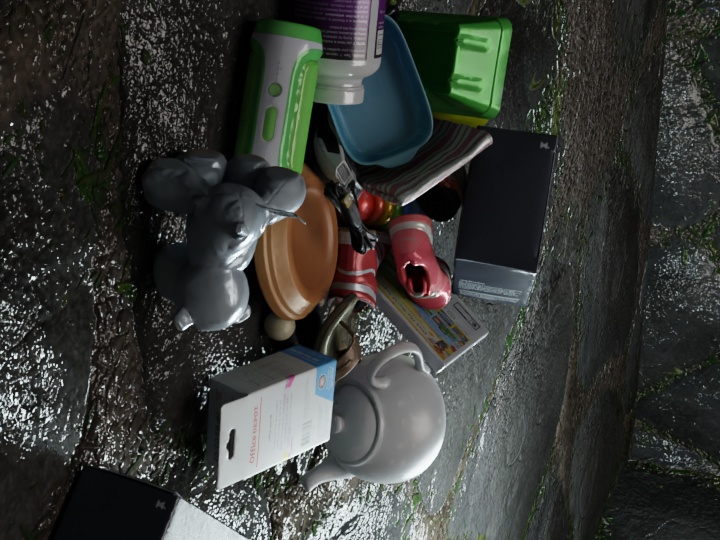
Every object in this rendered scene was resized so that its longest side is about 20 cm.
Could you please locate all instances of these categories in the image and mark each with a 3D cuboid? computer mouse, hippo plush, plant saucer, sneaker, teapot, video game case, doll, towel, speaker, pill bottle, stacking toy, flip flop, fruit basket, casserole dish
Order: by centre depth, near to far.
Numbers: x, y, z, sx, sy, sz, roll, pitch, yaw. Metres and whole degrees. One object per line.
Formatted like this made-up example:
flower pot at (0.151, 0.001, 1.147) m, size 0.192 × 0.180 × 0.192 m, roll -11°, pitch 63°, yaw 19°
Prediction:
hippo plush at (-0.134, -0.022, 1.325) m, size 0.159 × 0.200 × 0.161 m, roll -13°, pitch 123°, yaw -41°
speaker at (-0.096, -0.178, 1.446) m, size 0.088 × 0.088 × 0.201 m, roll -4°, pitch 104°, yaw -66°
pill bottle at (-0.027, -0.302, 1.508) m, size 0.112 × 0.112 × 0.201 m, roll -26°, pitch 125°, yaw -61°
plant saucer at (-0.074, -0.038, 1.578) m, size 0.200 × 0.037 × 0.201 m, roll -1°, pitch 90°, yaw -68°
casserole dish at (0.014, -0.226, 1.601) m, size 0.039 × 0.121 × 0.201 m, roll -142°, pitch -149°, yaw -84°
computer mouse at (-0.028, -0.120, 1.605) m, size 0.110 × 0.044 × 0.200 m, roll 54°, pitch 17°, yaw -44°
towel at (0.065, -0.148, 1.637) m, size 0.146 × 0.200 × 0.030 m, roll -37°, pitch 115°, yaw -11°
flip flop at (-0.029, 0.120, 1.640) m, size 0.081 × 0.057 × 0.201 m, roll -39°, pitch 146°, yaw -67°
sneaker at (0.016, -0.252, 1.645) m, size 0.071 × 0.082 × 0.200 m, roll 6°, pitch 89°, yaw -68°
doll at (-0.074, 0.100, 1.677) m, size 0.200 × 0.048 × 0.137 m, roll 50°, pitch 54°, yaw -62°
sneaker at (0.000, 0.000, 1.736) m, size 0.200 × 0.071 × 0.113 m, roll 0°, pitch 95°, yaw -78°
fruit basket at (0.120, -0.271, 1.744) m, size 0.215 × 0.215 × 0.156 m, roll -7°, pitch 107°, yaw -66°
sneaker at (0.078, 0.010, 1.753) m, size 0.200 × 0.074 × 0.087 m, roll 64°, pitch 22°, yaw -52°
teapot at (0.014, 0.205, 1.785) m, size 0.146 × 0.197 × 0.201 m, roll 3°, pitch 82°, yaw -46°
stacking toy at (0.029, -0.093, 1.789) m, size 0.200 × 0.085 × 0.086 m, roll 1°, pitch 100°, yaw -62°
sneaker at (0.078, -0.169, 1.806) m, size 0.202 × 0.067 × 0.108 m, roll 52°, pitch 29°, yaw -12°
video game case at (0.084, 0.045, 1.862) m, size 0.023 × 0.200 × 0.182 m, roll -46°, pitch 171°, yaw 27°

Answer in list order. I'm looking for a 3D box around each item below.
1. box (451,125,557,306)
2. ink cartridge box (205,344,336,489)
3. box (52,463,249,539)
box at (0.200, -0.073, 1.795) m, size 0.200 × 0.117 × 0.197 m, roll 82°, pitch 18°, yaw -75°
ink cartridge box at (-0.121, 0.174, 1.545) m, size 0.200 × 0.068 × 0.116 m, roll -18°, pitch 120°, yaw -48°
box at (-0.233, 0.334, 1.329) m, size 0.197 × 0.124 × 0.201 m, roll 57°, pitch 50°, yaw -61°
